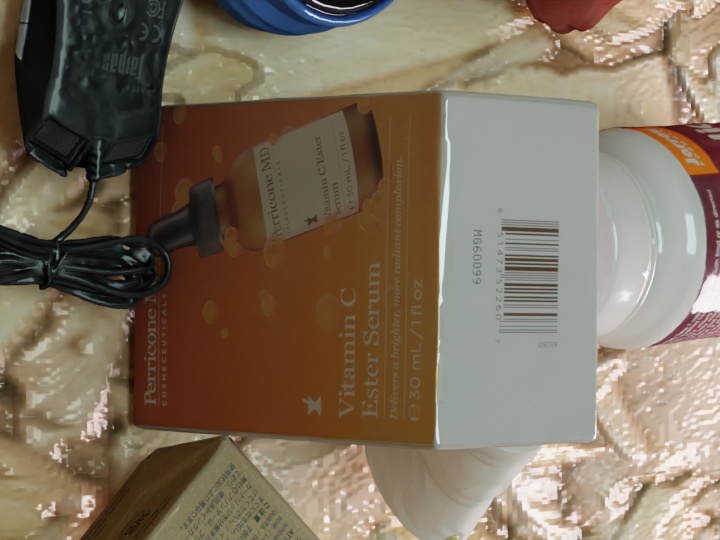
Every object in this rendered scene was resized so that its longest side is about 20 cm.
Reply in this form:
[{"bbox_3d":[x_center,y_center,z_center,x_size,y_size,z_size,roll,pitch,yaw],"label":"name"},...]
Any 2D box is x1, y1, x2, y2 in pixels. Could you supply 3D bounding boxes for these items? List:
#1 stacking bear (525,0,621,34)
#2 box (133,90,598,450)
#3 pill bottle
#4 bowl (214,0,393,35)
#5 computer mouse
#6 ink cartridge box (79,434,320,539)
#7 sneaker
[{"bbox_3d":[0.091,-0.185,1.436,0.200,0.121,0.115,-3,80,-63],"label":"stacking bear"},{"bbox_3d":[0.000,0.000,1.325,0.106,0.199,0.154,0,89,-45],"label":"box"},{"bbox_3d":[0.162,-0.019,1.543,0.199,0.114,0.115,-6,94,-45],"label":"pill bottle"},{"bbox_3d":[-0.018,-0.211,1.389,0.200,0.039,0.202,-16,110,-54],"label":"bowl"},{"bbox_3d":[-0.145,-0.085,1.298,0.140,0.046,0.202,1,94,-40],"label":"computer mouse"},{"bbox_3d":[-0.081,0.202,1.309,0.165,0.075,0.200,50,58,-18],"label":"ink cartridge box"},{"bbox_3d":[0.028,0.036,1.446,0.073,0.116,0.201,4,52,-23],"label":"sneaker"}]
